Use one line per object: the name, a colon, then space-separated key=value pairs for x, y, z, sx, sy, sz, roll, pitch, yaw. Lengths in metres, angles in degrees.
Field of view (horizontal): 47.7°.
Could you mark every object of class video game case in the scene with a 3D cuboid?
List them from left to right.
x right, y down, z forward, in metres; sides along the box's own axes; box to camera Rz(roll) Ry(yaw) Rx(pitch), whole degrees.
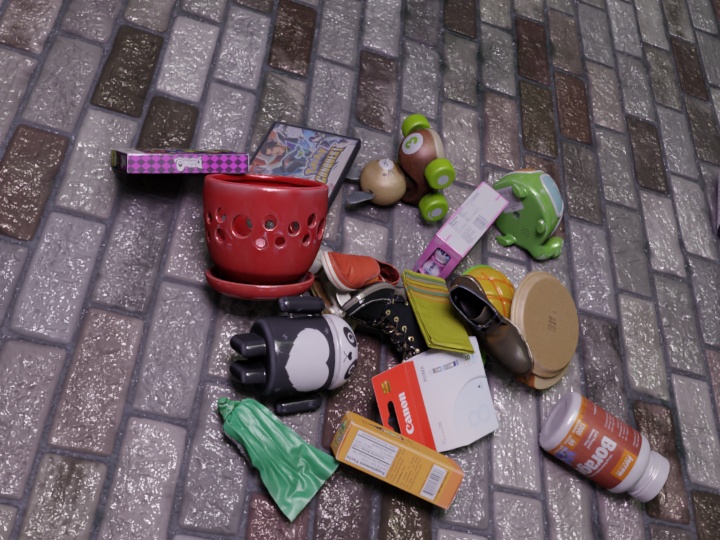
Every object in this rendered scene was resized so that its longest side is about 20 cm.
video game case: x=-0.307 y=-0.185 z=1.371 sx=0.197 sy=0.181 sz=0.036 roll=-3 pitch=102 yaw=-24
video game case: x=-0.114 y=-0.191 z=1.497 sx=0.178 sy=0.026 sz=0.201 roll=14 pitch=51 yaw=13

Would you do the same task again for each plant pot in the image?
plant pot: x=-0.152 y=-0.056 z=1.301 sx=0.198 sy=0.200 sz=0.185 roll=-3 pitch=103 yaw=-24

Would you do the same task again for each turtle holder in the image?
turtle holder: x=0.346 y=-0.117 z=1.612 sx=0.186 sy=0.141 sz=0.131 roll=45 pitch=52 yaw=12

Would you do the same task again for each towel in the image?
towel: x=0.128 y=0.066 z=1.362 sx=0.085 sy=0.018 sz=0.201 roll=10 pitch=31 yaw=-18

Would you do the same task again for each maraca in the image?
maraca: x=0.209 y=0.079 z=1.446 sx=0.137 sy=0.107 sz=0.201 roll=42 pitch=59 yaw=-9

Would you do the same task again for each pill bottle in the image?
pill bottle: x=0.414 y=0.302 z=1.379 sx=0.199 sy=0.112 sz=0.113 roll=32 pitch=51 yaw=0

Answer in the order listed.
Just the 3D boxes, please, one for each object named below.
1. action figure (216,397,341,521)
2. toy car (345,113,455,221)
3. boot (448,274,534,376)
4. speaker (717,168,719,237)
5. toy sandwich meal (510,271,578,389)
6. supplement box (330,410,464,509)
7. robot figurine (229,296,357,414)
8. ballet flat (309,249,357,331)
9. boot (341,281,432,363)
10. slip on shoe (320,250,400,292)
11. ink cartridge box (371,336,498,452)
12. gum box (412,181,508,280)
action figure: x=-0.138 y=0.259 z=1.209 sx=0.200 sy=0.055 sz=0.118 roll=44 pitch=54 yaw=4
toy car: x=0.055 y=-0.184 z=1.538 sx=0.197 sy=0.159 sz=0.165 roll=-10 pitch=49 yaw=-15
boot: x=0.208 y=0.096 z=1.336 sx=0.201 sy=0.075 sz=0.097 roll=51 pitch=15 yaw=10
speaker: x=0.879 y=-0.164 z=1.910 sx=0.080 sy=0.081 sz=0.201 roll=25 pitch=51 yaw=-5
toy sandwich meal: x=0.315 y=0.103 z=1.448 sx=0.203 sy=0.070 sz=0.208 roll=7 pitch=78 yaw=-39
supplement box: x=0.055 y=0.289 z=1.243 sx=0.198 sy=0.067 sz=0.069 roll=29 pitch=91 yaw=-10
robot figurine: x=-0.100 y=0.131 z=1.263 sx=0.198 sy=0.151 sz=0.126 roll=-2 pitch=47 yaw=-27
ballet flat: x=-0.057 y=0.019 z=1.396 sx=0.070 sy=0.071 sz=0.202 roll=-14 pitch=64 yaw=-30
boot: x=0.061 y=0.103 z=1.347 sx=0.203 sy=0.073 sz=0.155 roll=6 pitch=52 yaw=-61
slip on shoe: x=0.000 y=0.000 z=1.377 sx=0.199 sy=0.061 sz=0.075 roll=19 pitch=42 yaw=-53
ink cartridge box: x=0.124 y=0.213 z=1.311 sx=0.198 sy=0.047 sz=0.162 roll=-20 pitch=98 yaw=-34
gum box: x=0.186 y=-0.063 z=1.523 sx=0.066 sy=0.114 sz=0.200 roll=39 pitch=51 yaw=6
